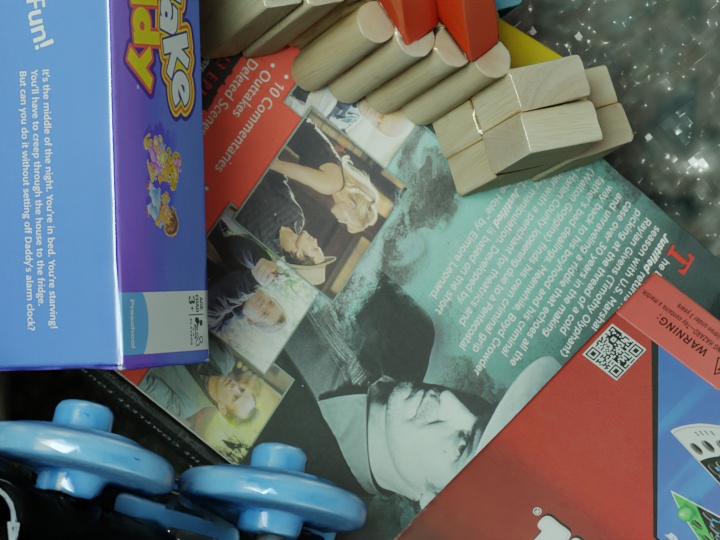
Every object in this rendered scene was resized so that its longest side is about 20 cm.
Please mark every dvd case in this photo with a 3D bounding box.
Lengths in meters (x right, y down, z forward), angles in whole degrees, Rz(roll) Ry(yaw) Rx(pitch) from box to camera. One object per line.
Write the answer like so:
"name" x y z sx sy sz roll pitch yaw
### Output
"dvd case" 0.000 0.000 0.728 0.200 0.022 0.146 38 65 -11

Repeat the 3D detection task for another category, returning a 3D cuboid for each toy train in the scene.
"toy train" -0.087 0.071 0.627 0.199 0.114 0.087 18 75 -30

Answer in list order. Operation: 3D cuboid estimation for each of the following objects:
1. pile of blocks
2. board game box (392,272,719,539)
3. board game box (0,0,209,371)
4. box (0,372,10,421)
"pile of blocks" -0.005 -0.088 0.700 0.199 0.062 0.083 24 69 -18
"board game box" 0.111 0.095 0.627 0.200 0.019 0.103 38 71 23
"board game box" -0.107 -0.076 0.646 0.134 0.045 0.202 -2 90 24
"box" -0.153 -0.044 0.757 0.108 0.128 0.202 -1 90 -8
